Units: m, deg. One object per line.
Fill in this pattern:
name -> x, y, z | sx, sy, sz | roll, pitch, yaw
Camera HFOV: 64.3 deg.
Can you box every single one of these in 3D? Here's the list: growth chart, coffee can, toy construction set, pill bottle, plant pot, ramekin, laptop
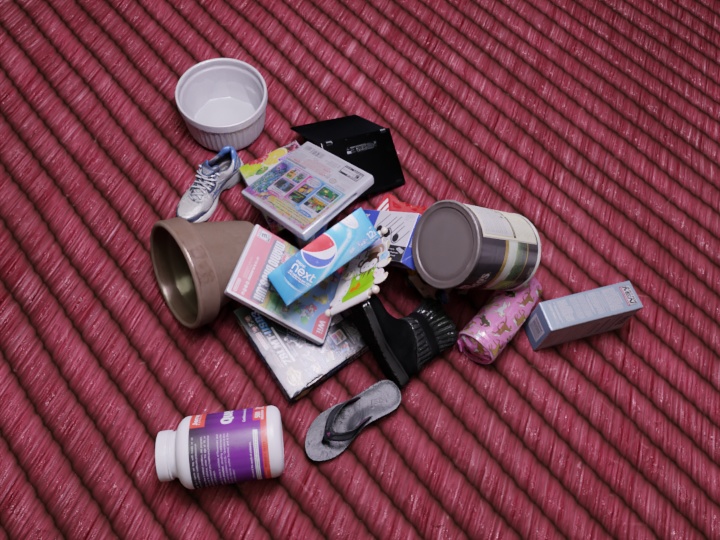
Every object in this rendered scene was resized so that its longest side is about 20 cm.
growth chart -> 0.000, 0.000, 1.015 | 0.018, 0.144, 0.202 | 43, 32, -22
coffee can -> 0.209, -0.040, 1.023 | 0.197, 0.146, 0.148 | 3, 55, -43
toy construction set -> 0.143, -0.008, 1.125 | 0.199, 0.092, 0.133 | 38, 48, -19
pill bottle -> -0.225, 0.289, 0.934 | 0.195, 0.113, 0.115 | -5, 62, -8
plant pot -> -0.269, -0.016, 1.063 | 0.173, 0.202, 0.201 | -23, 65, -35
ramekin -> -0.302, -0.361, 1.276 | 0.195, 0.106, 0.204 | 2, 62, -4
laptop -> -0.027, -0.256, 1.276 | 0.185, 0.115, 0.204 | -20, 93, -30

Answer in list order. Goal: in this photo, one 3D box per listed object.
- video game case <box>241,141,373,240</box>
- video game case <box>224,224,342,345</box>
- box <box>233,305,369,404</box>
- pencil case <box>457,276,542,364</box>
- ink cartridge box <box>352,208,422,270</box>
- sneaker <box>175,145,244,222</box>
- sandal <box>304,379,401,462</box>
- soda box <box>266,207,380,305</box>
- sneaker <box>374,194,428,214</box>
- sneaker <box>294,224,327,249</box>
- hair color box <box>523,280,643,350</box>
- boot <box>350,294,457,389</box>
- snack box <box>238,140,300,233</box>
video game case -> -0.103, -0.158, 1.089 | 0.182, 0.024, 0.199 | -42, 52, -20
video game case -> -0.130, 0.026, 1.034 | 0.198, 0.017, 0.145 | 31, 58, -20
box -> -0.104, 0.110, 1.076 | 0.197, 0.050, 0.201 | -33, 70, -20
pencil case -> 0.268, 0.087, 1.104 | 0.083, 0.086, 0.200 | 45, 64, -3
ink cartridge box -> 0.042, -0.063, 1.101 | 0.044, 0.198, 0.096 | 27, 80, -37
sneaker -> -0.321, -0.184, 1.192 | 0.076, 0.086, 0.202 | 27, 63, 9
sandal -> -0.016, 0.255, 1.005 | 0.199, 0.048, 0.076 | -34, 67, -16
soda box -> -0.064, -0.024, 0.990 | 0.199, 0.068, 0.065 | -37, 93, -8
sneaker -> 0.113, -0.128, 1.208 | 0.197, 0.079, 0.117 | -21, 67, -17
sneaker -> -0.094, -0.135, 1.195 | 0.070, 0.073, 0.204 | 6, 60, 0
hair color box -> 0.427, 0.088, 1.108 | 0.196, 0.100, 0.062 | -12, 62, -11
boot -> 0.081, 0.092, 1.043 | 0.157, 0.214, 0.079 | -37, 28, -19
snack box -> -0.154, -0.176, 1.173 | 0.140, 0.053, 0.201 | -28, 46, -8
